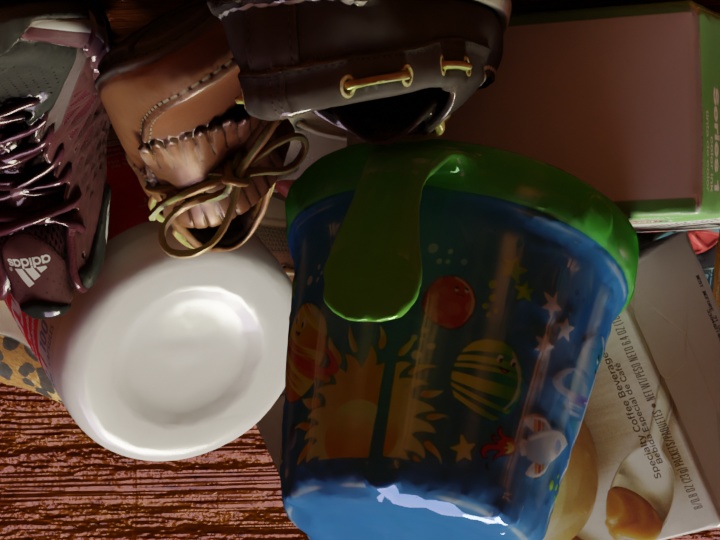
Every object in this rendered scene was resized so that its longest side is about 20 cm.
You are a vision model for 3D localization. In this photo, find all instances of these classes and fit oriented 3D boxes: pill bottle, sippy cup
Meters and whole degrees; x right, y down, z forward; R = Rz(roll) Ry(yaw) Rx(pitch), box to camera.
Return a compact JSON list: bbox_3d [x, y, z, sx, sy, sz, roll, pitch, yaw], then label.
[{"bbox_3d":[-0.112,-0.008,1.032,0.112,0.113,0.200,-1,-153,-26],"label":"pill bottle"},{"bbox_3d":[0.028,0.039,0.830,0.178,0.131,0.139,29,150,-32],"label":"sippy cup"}]

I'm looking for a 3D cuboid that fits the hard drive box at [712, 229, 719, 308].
[{"bbox_3d":[0.239,0.006,0.994,0.077,0.156,0.200,20,152,-19],"label":"hard drive box"}]

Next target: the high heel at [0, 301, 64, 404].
[{"bbox_3d":[-0.186,0.038,1.240,0.200,0.072,0.142,23,163,-21],"label":"high heel"}]

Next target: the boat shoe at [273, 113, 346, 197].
[{"bbox_3d":[-0.026,-0.065,1.026,0.200,0.063,0.071,1,179,-32],"label":"boat shoe"}]

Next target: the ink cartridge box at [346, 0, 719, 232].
[{"bbox_3d":[0.097,-0.058,0.946,0.144,0.084,0.200,-2,179,22],"label":"ink cartridge box"}]

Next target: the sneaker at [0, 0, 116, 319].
[{"bbox_3d":[-0.126,-0.039,0.863,0.075,0.116,0.200,-2,179,6],"label":"sneaker"}]

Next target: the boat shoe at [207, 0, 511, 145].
[{"bbox_3d":[0.003,-0.073,0.765,0.072,0.061,0.201,-3,178,21],"label":"boat shoe"}]

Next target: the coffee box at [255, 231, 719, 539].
[{"bbox_3d":[0.066,0.072,0.982,0.200,0.115,0.080,-22,-175,35],"label":"coffee box"}]

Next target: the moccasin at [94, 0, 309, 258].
[{"bbox_3d":[-0.057,-0.048,0.837,0.074,0.078,0.201,-29,171,-15],"label":"moccasin"}]

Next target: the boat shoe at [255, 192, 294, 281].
[{"bbox_3d":[0.000,0.000,1.075,0.200,0.065,0.072,13,-176,32],"label":"boat shoe"}]

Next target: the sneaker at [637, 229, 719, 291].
[{"bbox_3d":[0.127,0.028,1.103,0.200,0.096,0.079,-27,-165,-31],"label":"sneaker"}]
